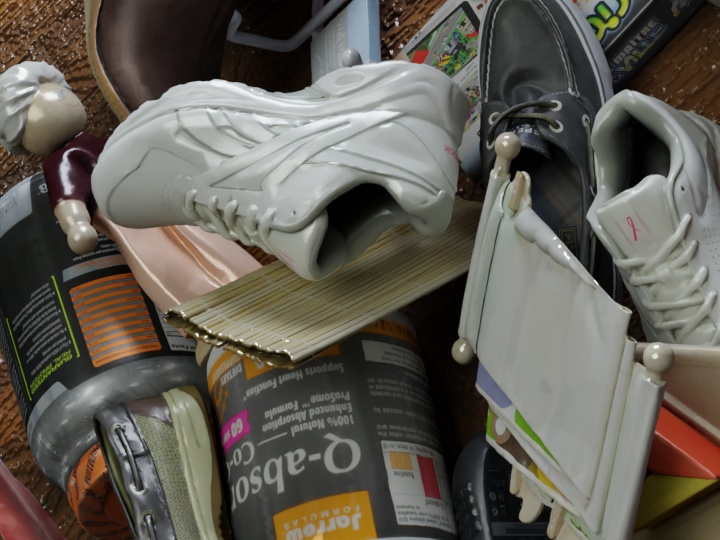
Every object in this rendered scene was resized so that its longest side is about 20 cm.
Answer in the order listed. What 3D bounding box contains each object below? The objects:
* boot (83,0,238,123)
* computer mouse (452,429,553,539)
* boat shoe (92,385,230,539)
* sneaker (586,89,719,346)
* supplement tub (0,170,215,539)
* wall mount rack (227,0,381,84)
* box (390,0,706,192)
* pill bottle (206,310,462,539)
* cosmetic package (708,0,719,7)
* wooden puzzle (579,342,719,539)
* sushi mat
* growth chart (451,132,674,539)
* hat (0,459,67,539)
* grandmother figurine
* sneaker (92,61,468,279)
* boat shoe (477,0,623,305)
[{"bbox_3d":[-0.084,-0.170,1.123,0.166,0.072,0.201,-32,74,36],"label":"boot"},{"bbox_3d":[0.078,0.175,0.985,0.034,0.058,0.201,-31,59,47],"label":"computer mouse"},{"bbox_3d":[-0.095,0.154,1.007,0.065,0.073,0.201,-7,57,-9],"label":"boat shoe"},{"bbox_3d":[0.148,0.002,0.959,0.078,0.099,0.201,-32,56,25],"label":"sneaker"},{"bbox_3d":[-0.142,0.046,1.159,0.122,0.122,0.200,-38,53,21],"label":"supplement tub"},{"bbox_3d":[-0.020,-0.121,1.130,0.174,0.074,0.201,-39,47,51],"label":"wall mount rack"},{"bbox_3d":[0.112,-0.144,1.086,0.200,0.035,0.110,-46,51,15],"label":"box"},{"bbox_3d":[-0.009,0.123,1.028,0.116,0.116,0.201,-29,57,27],"label":"pill bottle"},{"bbox_3d":[0.223,-0.154,0.952,0.200,0.073,0.104,37,96,30],"label":"cosmetic package"},{"bbox_3d":[0.178,0.128,0.882,0.199,0.046,0.186,0,95,37],"label":"wooden puzzle"},{"bbox_3d":[0.000,0.000,1.037,0.095,0.200,0.012,18,122,39],"label":"sushi mat"},{"bbox_3d":[0.087,0.046,0.935,0.200,0.018,0.145,-122,37,-51],"label":"growth chart"},{"bbox_3d":[-0.130,0.158,1.066,0.166,0.199,0.177,-29,45,63],"label":"hat"},{"bbox_3d":[-0.129,-0.038,1.110,0.200,0.121,0.061,46,103,11],"label":"grandmother figurine"},{"bbox_3d":[-0.045,-0.041,1.006,0.199,0.078,0.100,-10,58,18],"label":"sneaker"},{"bbox_3d":[0.089,-0.054,1.017,0.070,0.066,0.201,-7,84,23],"label":"boat shoe"}]
